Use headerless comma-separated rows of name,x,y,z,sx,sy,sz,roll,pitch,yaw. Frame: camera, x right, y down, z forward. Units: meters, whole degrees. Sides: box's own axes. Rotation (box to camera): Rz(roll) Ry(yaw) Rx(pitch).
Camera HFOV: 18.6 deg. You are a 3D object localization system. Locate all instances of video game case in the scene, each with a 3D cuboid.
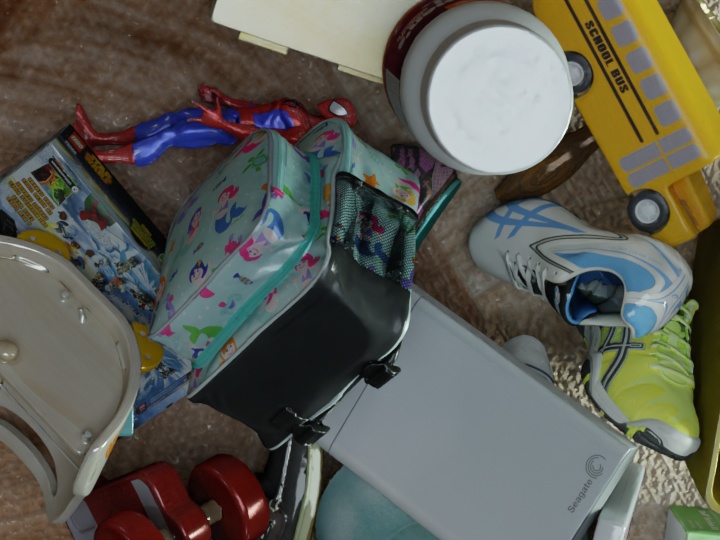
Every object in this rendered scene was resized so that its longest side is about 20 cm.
video game case,0.164,0.242,1.566,0.024,0.200,0.183,15,99,9

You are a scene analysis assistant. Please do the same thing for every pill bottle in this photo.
pill bottle,0.075,-0.121,1.414,0.109,0.200,0.110,-1,100,-5

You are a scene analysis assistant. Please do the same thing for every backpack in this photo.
backpack,-0.046,-0.006,1.465,0.150,0.201,0.177,37,124,-16

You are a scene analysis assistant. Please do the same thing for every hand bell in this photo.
hand bell,0.181,-0.106,1.571,0.199,0.104,0.104,-34,101,13

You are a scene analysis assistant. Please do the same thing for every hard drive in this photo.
hard drive,0.074,0.118,1.507,0.200,0.027,0.132,36,104,20

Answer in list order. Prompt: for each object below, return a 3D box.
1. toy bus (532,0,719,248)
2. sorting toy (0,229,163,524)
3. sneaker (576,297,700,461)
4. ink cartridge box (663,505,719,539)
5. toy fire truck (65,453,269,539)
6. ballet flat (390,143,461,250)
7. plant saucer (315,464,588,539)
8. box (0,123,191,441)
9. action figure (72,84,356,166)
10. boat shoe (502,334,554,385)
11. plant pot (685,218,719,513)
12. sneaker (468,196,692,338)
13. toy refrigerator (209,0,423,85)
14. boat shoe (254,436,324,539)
toy bus,0.189,-0.118,1.496,0.078,0.065,0.201,-27,97,24
sorting toy,-0.230,0.086,1.520,0.200,0.107,0.180,44,139,17
sneaker,0.198,0.050,1.528,0.075,0.201,0.077,24,120,-27
ink cartridge box,0.325,0.249,1.646,0.198,0.067,0.118,6,99,-6
toy fire truck,-0.129,0.229,1.555,0.112,0.168,0.201,-29,93,-35
ballet flat,0.000,0.000,1.581,0.071,0.069,0.201,28,93,9
plant saucer,0.064,0.205,1.586,0.199,0.039,0.202,4,127,6
box,-0.192,0.014,1.547,0.137,0.040,0.200,-33,103,28
action figure,-0.102,-0.103,1.548,0.198,0.065,0.052,-2,109,-3
boat shoe,0.101,0.127,1.603,0.074,0.086,0.203,9,129,1
plant pot,0.320,0.054,1.549,0.198,0.176,0.201,5,101,-13
sneaker,0.140,0.000,1.526,0.072,0.199,0.072,-39,122,-27
toy refrigerator,-0.003,-0.172,1.538,0.199,0.076,0.070,18,98,-9
boat shoe,-0.071,0.189,1.600,0.066,0.072,0.202,8,104,-11
